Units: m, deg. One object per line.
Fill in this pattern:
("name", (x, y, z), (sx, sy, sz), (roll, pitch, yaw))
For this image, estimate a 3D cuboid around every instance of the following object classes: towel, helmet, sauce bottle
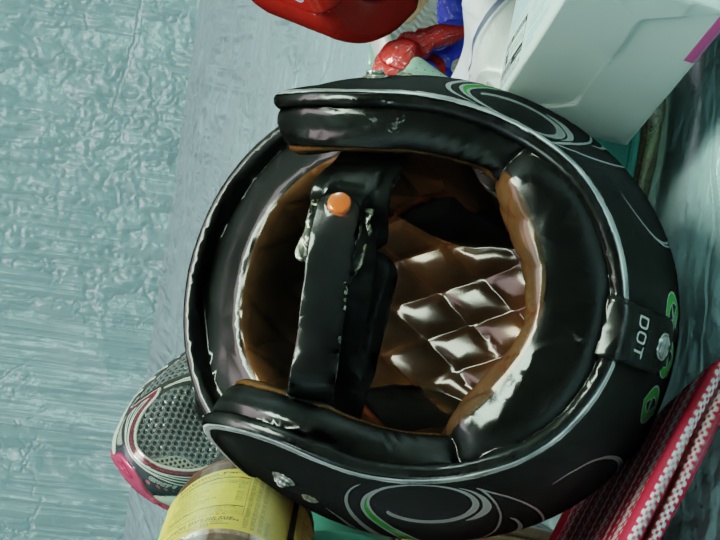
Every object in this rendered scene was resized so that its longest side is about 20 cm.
("towel", (0.088, 0.124, 1.064), (0.145, 0.022, 0.200), (-60, 0, -26))
("helmet", (0.025, 0.015, 1.064), (0.191, 0.200, 0.200), (64, -147, -84))
("sauce bottle", (-0.049, 0.113, 1.087), (0.200, 0.065, 0.065), (-74, -7, -80))

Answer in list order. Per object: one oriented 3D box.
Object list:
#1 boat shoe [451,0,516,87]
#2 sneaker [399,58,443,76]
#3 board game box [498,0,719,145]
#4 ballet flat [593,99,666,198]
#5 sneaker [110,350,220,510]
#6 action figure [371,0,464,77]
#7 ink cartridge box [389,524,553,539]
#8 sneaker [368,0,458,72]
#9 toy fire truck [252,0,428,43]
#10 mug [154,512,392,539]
("boat shoe", (0.085, -0.091, 1.278), (0.065, 0.073, 0.200), (59, 161, 22))
("sneaker", (0.000, 0.000, 1.235), (0.201, 0.118, 0.074), (-53, -1, -6))
("board game box", (0.115, -0.170, 1.068), (0.148, 0.064, 0.200), (125, 158, -70))
("ballet flat", (0.097, -0.003, 1.176), (0.062, 0.067, 0.200), (-40, -31, -64))
("sneaker", (-0.036, 0.039, 1.301), (0.081, 0.200, 0.075), (48, 161, 18))
("action figure", (0.039, -0.103, 1.391), (0.065, 0.052, 0.200), (-67, -11, 26))
("ink cartridge box", (0.036, 0.191, 1.283), (0.200, 0.075, 0.165), (-167, 86, -81))
("sneaker", (0.024, -0.090, 1.554), (0.118, 0.074, 0.201), (120, 154, -50))
("toy fire truck", (0.014, -0.176, 1.368), (0.129, 0.176, 0.200), (25, 153, 42))
("mug", (-0.052, 0.171, 1.251), (0.152, 0.114, 0.185), (-104, 24, -64))
